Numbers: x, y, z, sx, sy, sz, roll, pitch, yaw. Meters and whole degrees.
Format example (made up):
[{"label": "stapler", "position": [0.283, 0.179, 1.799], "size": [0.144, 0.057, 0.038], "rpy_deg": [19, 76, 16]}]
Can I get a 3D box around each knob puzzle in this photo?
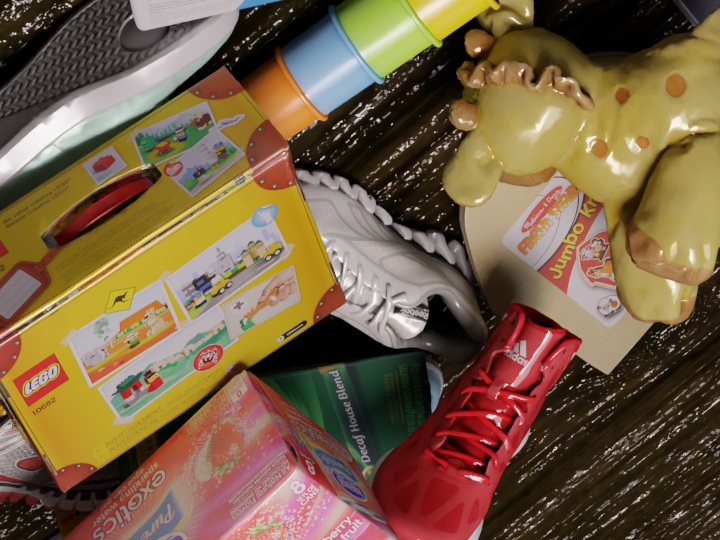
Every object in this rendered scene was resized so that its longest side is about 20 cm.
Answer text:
[{"label": "knob puzzle", "position": [0.141, -0.055, 1.576], "size": [0.218, 0.030, 0.221], "rpy_deg": [-9, 117, -17]}]

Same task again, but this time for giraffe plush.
[{"label": "giraffe plush", "position": [0.130, -0.079, 1.463], "size": [0.161, 0.173, 0.201], "rpy_deg": [9, 141, 1]}]

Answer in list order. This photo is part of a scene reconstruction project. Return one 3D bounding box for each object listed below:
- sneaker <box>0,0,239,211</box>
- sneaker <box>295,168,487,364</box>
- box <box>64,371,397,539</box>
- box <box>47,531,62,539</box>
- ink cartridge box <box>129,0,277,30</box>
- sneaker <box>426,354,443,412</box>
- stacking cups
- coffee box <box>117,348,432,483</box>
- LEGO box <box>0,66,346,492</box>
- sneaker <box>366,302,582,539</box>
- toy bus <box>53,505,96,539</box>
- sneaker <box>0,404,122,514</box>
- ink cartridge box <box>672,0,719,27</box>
[{"label": "sneaker", "position": [-0.135, -0.078, 1.411], "size": [0.200, 0.074, 0.118], "rpy_deg": [-36, 137, 4]}, {"label": "sneaker", "position": [0.000, 0.000, 1.532], "size": [0.199, 0.081, 0.075], "rpy_deg": [21, 120, -34]}, {"label": "box", "position": [-0.091, 0.170, 1.421], "size": [0.200, 0.095, 0.103], "rpy_deg": [-43, 129, 8]}, {"label": "box", "position": [-0.234, 0.272, 1.650], "size": [0.199, 0.096, 0.100], "rpy_deg": [-32, 133, 5]}, {"label": "ink cartridge box", "position": [-0.073, -0.205, 1.270], "size": [0.115, 0.068, 0.200], "rpy_deg": [-13, 159, -5]}, {"label": "sneaker", "position": [0.000, 0.157, 1.629], "size": [0.079, 0.131, 0.200], "rpy_deg": [23, 116, -35]}, {"label": "stacking cups", "position": [-0.015, -0.115, 1.442], "size": [0.200, 0.061, 0.060], "rpy_deg": [-37, 133, 12]}, {"label": "coffee box", "position": [-0.049, 0.122, 1.547], "size": [0.199, 0.044, 0.124], "rpy_deg": [-8, 93, -23]}, {"label": "LEGO box", "position": [-0.121, 0.007, 1.388], "size": [0.199, 0.077, 0.149], "rpy_deg": [-33, 144, -10]}, {"label": "sneaker", "position": [0.067, 0.084, 1.488], "size": [0.078, 0.200, 0.116], "rpy_deg": [27, 124, 3]}, {"label": "toy bus", "position": [-0.123, 0.201, 1.650], "size": [0.065, 0.078, 0.200], "rpy_deg": [-32, 134, 4]}, {"label": "sneaker", "position": [-0.193, 0.099, 1.534], "size": [0.199, 0.078, 0.083], "rpy_deg": [-4, 124, -24]}, {"label": "ink cartridge box", "position": [0.271, -0.211, 1.494], "size": [0.198, 0.044, 0.200], "rpy_deg": [-39, 134, 11]}]
